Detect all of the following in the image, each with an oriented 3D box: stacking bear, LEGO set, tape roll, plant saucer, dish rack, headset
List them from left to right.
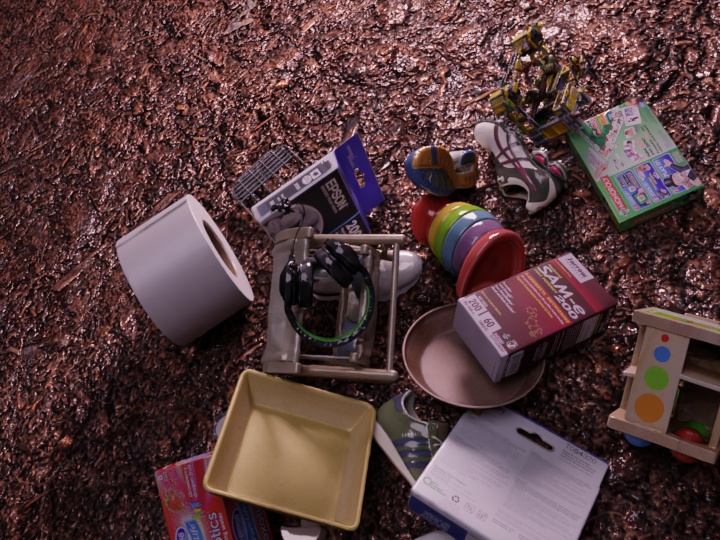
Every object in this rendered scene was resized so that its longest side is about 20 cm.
[{"bbox_3d":[-0.281,0.000,1.228,0.138,0.204,0.204,-32,54,0],"label":"tape roll"},{"bbox_3d":[-0.136,-0.130,1.342,0.153,0.055,0.200,-40,53,-7],"label":"dish rack"},{"bbox_3d":[-0.088,0.240,0.989,0.195,0.049,0.202,16,39,-2],"label":"plant saucer"},{"bbox_3d":[-0.056,0.002,0.985,0.121,0.094,0.204,-25,89,-3],"label":"headset"},{"bbox_3d":[0.147,-0.051,1.151,0.119,0.116,0.200,-3,30,-33],"label":"stacking bear"},{"bbox_3d":[0.155,0.124,1.051,0.195,0.037,0.203,-2,40,2],"label":"plant saucer"},{"bbox_3d":[0.306,-0.308,1.210,0.115,0.154,0.202,-19,33,54],"label":"LEGO set"}]

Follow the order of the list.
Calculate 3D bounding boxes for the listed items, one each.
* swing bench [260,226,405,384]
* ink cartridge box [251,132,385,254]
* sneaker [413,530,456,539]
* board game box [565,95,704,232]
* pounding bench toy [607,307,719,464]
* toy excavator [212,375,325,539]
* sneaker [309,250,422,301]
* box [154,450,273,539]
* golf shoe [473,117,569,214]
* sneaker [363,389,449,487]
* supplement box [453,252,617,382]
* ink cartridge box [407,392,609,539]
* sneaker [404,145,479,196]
[{"bbox_3d":[-0.041,0.052,1.083,0.195,0.130,0.204,4,79,-1],"label":"swing bench"},{"bbox_3d":[-0.052,-0.095,1.199,0.198,0.199,0.044,-36,60,-2],"label":"ink cartridge box"},{"bbox_3d":[0.039,0.389,0.930,0.198,0.100,0.075,-36,52,-4],"label":"sneaker"},{"bbox_3d":[0.416,-0.168,1.165,0.132,0.029,0.203,-23,55,8],"label":"board game box"},{"bbox_3d":[0.400,0.139,0.936,0.122,0.199,0.160,16,98,30],"label":"pounding bench toy"},{"bbox_3d":[-0.112,0.267,1.074,0.196,0.100,0.197,19,69,20],"label":"toy excavator"},{"bbox_3d":[0.000,0.000,1.194,0.195,0.081,0.078,-10,55,14],"label":"sneaker"},{"bbox_3d":[-0.183,0.342,0.993,0.098,0.095,0.205,-19,82,21],"label":"box"},{"bbox_3d":[0.239,-0.173,1.211,0.088,0.077,0.200,-46,54,1],"label":"golf shoe"},{"bbox_3d":[0.090,0.243,1.017,0.090,0.067,0.200,-43,52,-2],"label":"sneaker"},{"bbox_3d":[0.238,0.061,1.035,0.196,0.062,0.109,-21,52,-21],"label":"supplement box"},{"bbox_3d":[0.187,0.269,0.943,0.194,0.044,0.200,27,41,21],"label":"ink cartridge box"},{"bbox_3d":[0.112,-0.153,1.195,0.086,0.198,0.077,1,94,34],"label":"sneaker"}]
